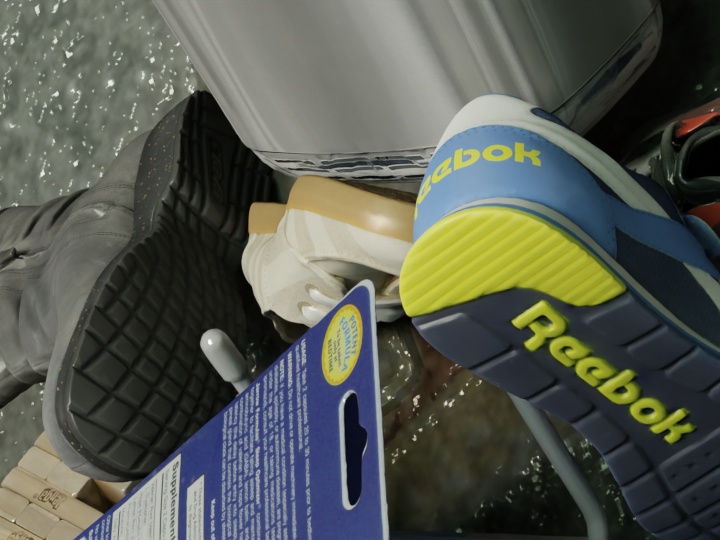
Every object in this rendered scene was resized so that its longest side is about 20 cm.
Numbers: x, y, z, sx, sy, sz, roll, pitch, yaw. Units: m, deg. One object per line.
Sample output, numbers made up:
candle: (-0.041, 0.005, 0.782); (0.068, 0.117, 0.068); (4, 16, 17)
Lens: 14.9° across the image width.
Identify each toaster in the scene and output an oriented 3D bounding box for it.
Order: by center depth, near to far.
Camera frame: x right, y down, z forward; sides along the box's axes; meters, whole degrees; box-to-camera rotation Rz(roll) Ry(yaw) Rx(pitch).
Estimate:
toaster: (0.014, -0.107, 0.914); (0.199, 0.130, 0.114); (-1, 36, 45)

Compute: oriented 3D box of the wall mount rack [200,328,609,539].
wall mount rack: (0.022, 0.101, 0.938); (0.199, 0.074, 0.175); (-2, 96, 37)

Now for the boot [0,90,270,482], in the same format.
boot: (-0.107, 0.027, 1.033); (0.131, 0.070, 0.200); (-29, 24, 29)

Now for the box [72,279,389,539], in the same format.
box: (-0.042, 0.103, 0.885); (0.200, 0.032, 0.122); (-43, 37, 38)

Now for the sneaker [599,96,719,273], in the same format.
sneaker: (0.110, -0.029, 0.907); (0.199, 0.082, 0.078); (-25, 67, 31)

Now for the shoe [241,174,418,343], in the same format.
shoe: (0.000, 0.000, 0.951); (0.200, 0.069, 0.054); (175, 102, -79)

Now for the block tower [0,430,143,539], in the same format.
block tower: (-0.137, 0.142, 1.028); (0.058, 0.054, 0.200); (22, 64, 38)

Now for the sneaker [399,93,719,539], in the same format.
sneaker: (0.090, 0.018, 0.859); (0.074, 0.200, 0.083); (-30, 37, 24)
